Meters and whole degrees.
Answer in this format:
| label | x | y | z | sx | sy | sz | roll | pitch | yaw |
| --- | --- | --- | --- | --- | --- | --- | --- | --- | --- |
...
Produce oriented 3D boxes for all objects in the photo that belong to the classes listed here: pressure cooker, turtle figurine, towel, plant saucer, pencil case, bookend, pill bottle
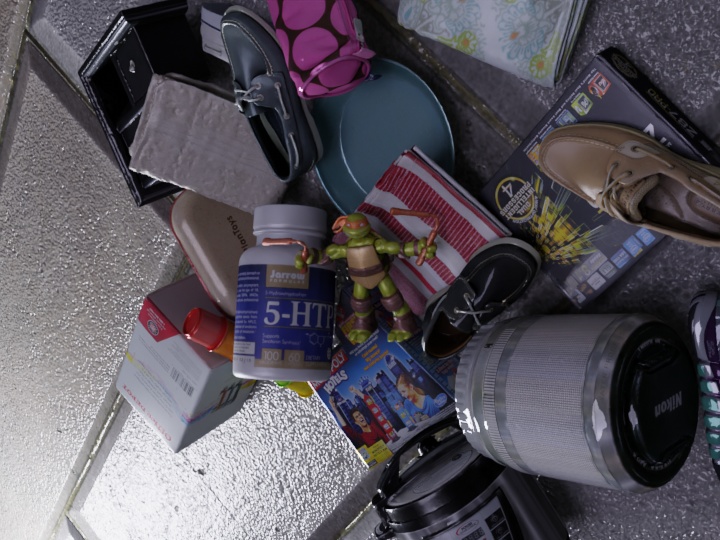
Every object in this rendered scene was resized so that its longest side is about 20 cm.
| label | x | y | z | sx | sy | sz | roll | pitch | yaw |
| --- | --- | --- | --- | --- | --- | --- | --- | --- | --- |
| pressure cooker | 0.118 | 0.271 | 0.942 | 0.178 | 0.175 | 0.201 | -31 | 93 | 46 |
| turtle figurine | 0.000 | 0.000 | 0.921 | 0.197 | 0.065 | 0.163 | -8 | 118 | 13 |
| towel | 0.060 | -0.036 | 0.916 | 0.144 | 0.023 | 0.200 | 41 | 144 | -2 |
| plant saucer | 0.029 | -0.141 | 0.938 | 0.198 | 0.036 | 0.203 | 17 | 119 | 32 |
| towel | -0.173 | -0.150 | 1.005 | 0.198 | 0.035 | 0.134 | 21 | 117 | -13 |
| pencil case | -0.049 | -0.285 | 0.879 | 0.093 | 0.090 | 0.202 | -34 | 71 | 47 |
| bookend | -0.260 | -0.210 | 1.072 | 0.198 | 0.092 | 0.202 | -16 | 99 | 55 |
| towel | 0.131 | -0.286 | 0.786 | 0.199 | 0.048 | 0.173 | 31 | 125 | 25 |
| pill bottle | -0.089 | 0.028 | 0.993 | 0.119 | 0.119 | 0.203 | -2 | 83 | 39 |

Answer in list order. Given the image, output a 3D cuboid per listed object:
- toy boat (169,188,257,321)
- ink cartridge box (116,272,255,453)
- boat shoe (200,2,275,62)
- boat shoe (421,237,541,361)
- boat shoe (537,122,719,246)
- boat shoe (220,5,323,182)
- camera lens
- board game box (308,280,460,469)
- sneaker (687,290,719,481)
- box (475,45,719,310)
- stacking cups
| label | x | y | z | sx | sy | sz | roll | pitch | yaw |
| --- | --- | --- | --- | --- | --- | --- | --- | --- | --- |
| toy boat | -0.167 | -0.024 | 1.106 | 0.202 | 0.130 | 0.131 | 60 | 162 | 2 |
| ink cartridge box | -0.235 | 0.127 | 1.188 | 0.145 | 0.144 | 0.201 | 43 | 129 | 16 |
| boat shoe | -0.122 | -0.246 | 0.988 | 0.201 | 0.074 | 0.087 | 31 | 125 | 28 |
| boat shoe | 0.124 | 0.035 | 0.881 | 0.071 | 0.068 | 0.200 | 31 | 142 | -7 |
| boat shoe | 0.239 | -0.076 | 0.714 | 0.198 | 0.064 | 0.072 | 22 | 123 | 28 |
| boat shoe | -0.105 | -0.190 | 0.919 | 0.072 | 0.062 | 0.202 | 2 | 129 | 39 |
| camera lens | 0.211 | 0.123 | 0.809 | 0.199 | 0.159 | 0.162 | -5 | 106 | 51 |
| board game box | 0.023 | 0.118 | 1.036 | 0.201 | 0.061 | 0.200 | 55 | 132 | 8 |
| sneaker | 0.360 | 0.114 | 0.762 | 0.087 | 0.074 | 0.203 | -8 | 107 | 29 |
| box | 0.226 | -0.083 | 0.797 | 0.161 | 0.049 | 0.200 | 47 | 132 | 8 |
| stacking cups | -0.137 | 0.107 | 1.076 | 0.060 | 0.199 | 0.061 | -29 | 46 | 36 |
